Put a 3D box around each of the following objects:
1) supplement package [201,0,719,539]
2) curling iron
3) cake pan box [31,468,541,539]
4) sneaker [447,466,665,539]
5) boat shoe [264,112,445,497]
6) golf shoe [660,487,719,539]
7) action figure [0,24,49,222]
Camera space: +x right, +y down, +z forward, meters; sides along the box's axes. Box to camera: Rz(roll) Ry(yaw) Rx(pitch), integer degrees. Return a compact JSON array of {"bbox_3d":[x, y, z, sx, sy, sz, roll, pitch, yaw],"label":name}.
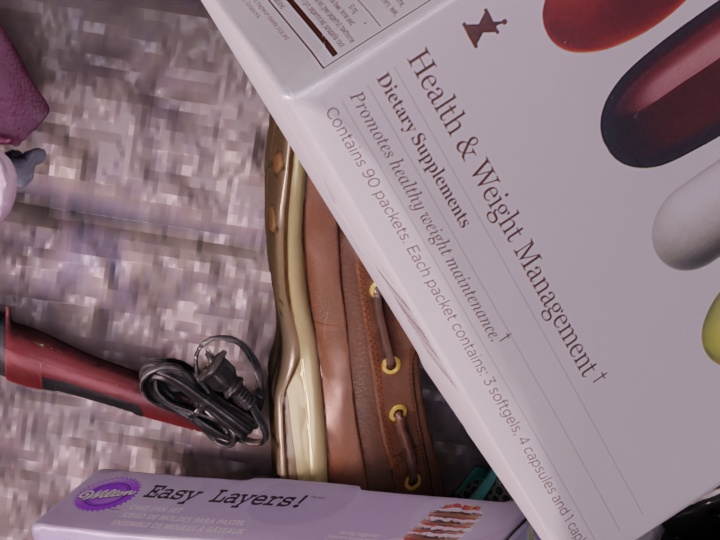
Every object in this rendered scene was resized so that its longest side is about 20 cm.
[{"bbox_3d":[0.084,-0.058,0.658,0.199,0.147,0.192,-33,121,-1],"label":"supplement package"},{"bbox_3d":[-0.125,0.022,0.803,0.199,0.026,0.050,18,135,4],"label":"curling iron"},{"bbox_3d":[-0.016,0.166,0.774,0.199,0.052,0.185,2,109,32],"label":"cake pan box"},{"bbox_3d":[0.076,0.103,0.811,0.091,0.078,0.201,5,98,15],"label":"sneaker"},{"bbox_3d":[0.000,0.001,0.784,0.067,0.072,0.201,-2,108,-5],"label":"boat shoe"},{"bbox_3d":[0.157,0.107,0.757,0.200,0.078,0.095,-32,118,-33],"label":"golf shoe"},{"bbox_3d":[-0.182,-0.117,0.724,0.133,0.149,0.201,-10,115,8],"label":"action figure"}]
